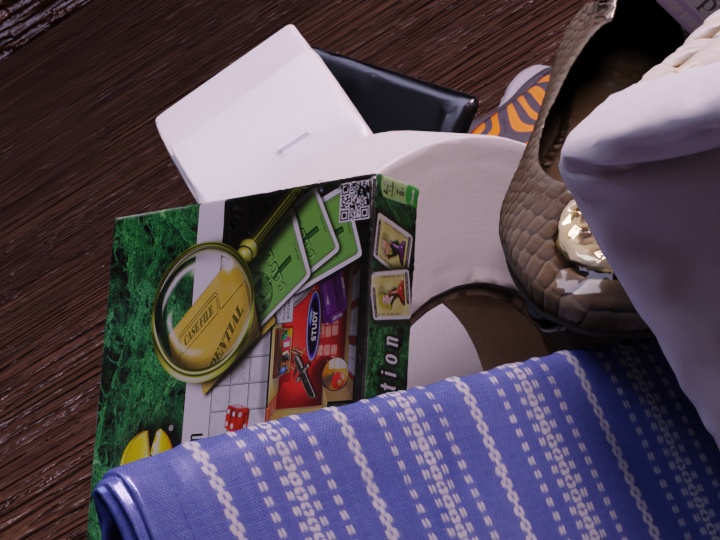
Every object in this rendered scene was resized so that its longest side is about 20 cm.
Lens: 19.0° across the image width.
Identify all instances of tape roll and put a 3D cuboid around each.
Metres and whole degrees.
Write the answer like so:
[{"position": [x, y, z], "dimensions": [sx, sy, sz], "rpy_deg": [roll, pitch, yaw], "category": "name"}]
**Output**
[{"position": [0.022, 0.056, 0.683], "dimensions": [0.037, 0.204, 0.203], "rpy_deg": [5, 41, 44], "category": "tape roll"}, {"position": [0.000, 0.000, 0.876], "dimensions": [0.071, 0.203, 0.203], "rpy_deg": [-34, 17, 2], "category": "tape roll"}]

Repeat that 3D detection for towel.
[{"position": [0.036, 0.097, 0.531], "dimensions": [0.199, 0.146, 0.024], "rpy_deg": [-10, -20, -42], "category": "towel"}]

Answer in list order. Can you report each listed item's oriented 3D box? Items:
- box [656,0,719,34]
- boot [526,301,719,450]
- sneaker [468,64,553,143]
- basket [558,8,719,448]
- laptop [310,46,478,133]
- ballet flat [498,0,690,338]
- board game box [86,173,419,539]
[{"position": [0.170, -0.047, 0.681], "dimensions": [0.039, 0.200, 0.042], "rpy_deg": [-42, 9, 39], "category": "box"}, {"position": [0.089, 0.059, 0.667], "dimensions": [0.069, 0.132, 0.200], "rpy_deg": [-22, 22, 34], "category": "boot"}, {"position": [0.112, -0.070, 1.060], "dimensions": [0.112, 0.078, 0.200], "rpy_deg": [-25, 20, 33], "category": "sneaker"}, {"position": [0.195, -0.005, 0.538], "dimensions": [0.161, 0.199, 0.199], "rpy_deg": [-42, 17, -33], "category": "basket"}, {"position": [-0.019, -0.008, 1.111], "dimensions": [0.199, 0.116, 0.188], "rpy_deg": [21, 88, 41], "category": "laptop"}, {"position": [0.082, -0.044, 0.656], "dimensions": [0.067, 0.047, 0.200], "rpy_deg": [10, 32, 7], "category": "ballet flat"}, {"position": [-0.034, 0.079, 0.578], "dimensions": [0.104, 0.023, 0.202], "rpy_deg": [-9, 72, 43], "category": "board game box"}]
